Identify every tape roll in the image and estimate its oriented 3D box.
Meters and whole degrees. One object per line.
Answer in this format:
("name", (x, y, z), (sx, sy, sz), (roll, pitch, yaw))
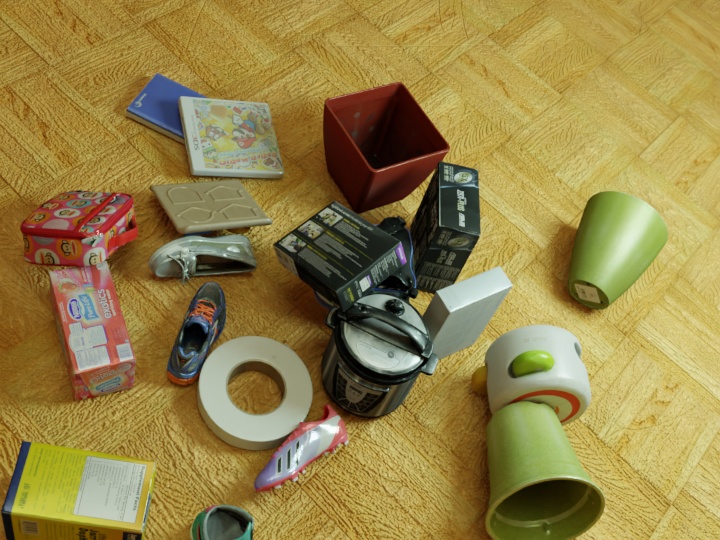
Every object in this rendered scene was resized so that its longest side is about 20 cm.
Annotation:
("tape roll", (-0.180, 0.206, 1.522), (0.198, 0.037, 0.206), (9, 52, -12))

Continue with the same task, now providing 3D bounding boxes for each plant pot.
("plant pot", (0.513, -0.025, 1.851), (0.185, 0.188, 0.202), (32, 66, 7))
("plant pot", (0.034, -0.237, 1.831), (0.197, 0.178, 0.202), (-19, 61, -29))
("plant pot", (0.290, 0.332, 1.503), (0.196, 0.203, 0.186), (6, 41, -13))

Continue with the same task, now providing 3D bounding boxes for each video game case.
("video game case", (-0.266, -0.273, 1.830), (0.196, 0.023, 0.185), (0, 61, -29))

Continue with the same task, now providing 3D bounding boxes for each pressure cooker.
("pressure cooker", (0.026, 0.136, 1.537), (0.173, 0.201, 0.181), (-11, 59, -25))

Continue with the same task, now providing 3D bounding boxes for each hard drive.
("hard drive", (-0.369, -0.326, 1.861), (0.197, 0.026, 0.133), (26, 51, 1))

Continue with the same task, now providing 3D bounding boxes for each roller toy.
("roller toy", (0.314, 0.191, 1.605), (0.179, 0.201, 0.142), (16, 48, -22))

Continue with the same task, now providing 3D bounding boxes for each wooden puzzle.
("wooden puzzle", (-0.285, -0.113, 1.685), (0.182, 0.047, 0.200), (-7, 32, -30))

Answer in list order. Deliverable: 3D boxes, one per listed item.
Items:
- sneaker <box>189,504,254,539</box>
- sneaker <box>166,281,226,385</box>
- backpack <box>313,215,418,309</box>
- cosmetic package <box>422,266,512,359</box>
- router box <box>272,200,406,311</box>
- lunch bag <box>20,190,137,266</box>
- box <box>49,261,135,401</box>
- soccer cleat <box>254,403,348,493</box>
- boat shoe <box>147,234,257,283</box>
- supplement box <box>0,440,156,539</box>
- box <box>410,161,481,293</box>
("sneaker", (-0.177, 0.425, 1.307), (0.083, 0.122, 0.200), (-29, 68, -33))
("sneaker", (-0.276, 0.099, 1.543), (0.074, 0.079, 0.203), (16, 51, -6))
("backpack", (0.000, 0.000, 1.661), (0.186, 0.156, 0.202), (8, 42, -12))
("cosmetic package", (0.175, 0.089, 1.620), (0.148, 0.201, 0.052), (-18, 61, -29))
("router box", (-0.038, -0.030, 1.547), (0.148, 0.052, 0.199), (-36, 44, -19))
("lunch bag", (-0.475, -0.073, 1.551), (0.172, 0.084, 0.201), (5, 25, 6))
("box", (-0.447, 0.099, 1.476), (0.101, 0.095, 0.202), (-11, 59, -25))
("soccer cleat", (-0.104, 0.293, 1.459), (0.198, 0.066, 0.078), (-27, 86, -37))
("boat shoe", (-0.287, -0.017, 1.631), (0.198, 0.075, 0.065), (-6, 52, -30))
("supplement box", (-0.408, 0.337, 1.304), (0.196, 0.110, 0.111), (11, 52, -9))
("box", (0.163, -0.080, 1.741), (0.084, 0.201, 0.166), (11, 51, -9))
